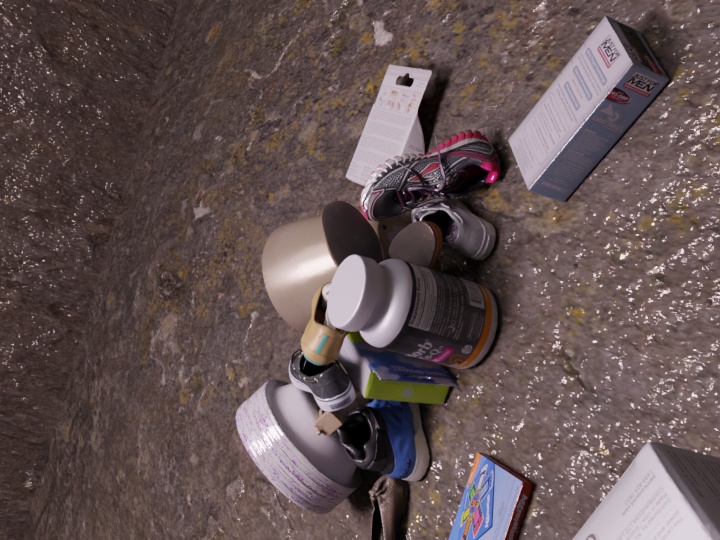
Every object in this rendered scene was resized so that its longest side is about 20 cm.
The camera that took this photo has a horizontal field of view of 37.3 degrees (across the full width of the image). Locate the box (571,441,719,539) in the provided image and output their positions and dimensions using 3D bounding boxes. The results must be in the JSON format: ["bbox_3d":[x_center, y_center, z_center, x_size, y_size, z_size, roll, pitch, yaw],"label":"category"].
[{"bbox_3d":[0.282,0.284,0.861,0.199,0.171,0.200,-60,30,25],"label":"box"}]

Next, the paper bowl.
[{"bbox_3d":[-0.074,0.240,1.526,0.104,0.201,0.201,-42,35,10],"label":"paper bowl"}]

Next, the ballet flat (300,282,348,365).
[{"bbox_3d":[-0.032,0.055,1.435,0.200,0.069,0.063,-79,12,-62],"label":"ballet flat"}]

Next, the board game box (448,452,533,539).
[{"bbox_3d":[0.141,0.328,1.266,0.103,0.019,0.200,24,97,61],"label":"board game box"}]

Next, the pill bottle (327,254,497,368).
[{"bbox_3d":[0.066,0.051,1.358,0.116,0.200,0.117,-39,42,49],"label":"pill bottle"}]

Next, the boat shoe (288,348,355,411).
[{"bbox_3d":[-0.057,0.133,1.453,0.057,0.069,0.200,67,167,-18],"label":"boat shoe"}]

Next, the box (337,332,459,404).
[{"bbox_3d":[0.039,0.122,1.453,0.200,0.122,0.048,-130,51,-59],"label":"box"}]

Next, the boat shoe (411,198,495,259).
[{"bbox_3d":[0.111,-0.064,1.479,0.072,0.068,0.200,-67,28,14],"label":"boat shoe"}]

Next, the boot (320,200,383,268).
[{"bbox_3d":[0.000,0.000,1.467,0.200,0.074,0.075,61,162,8],"label":"boot"}]

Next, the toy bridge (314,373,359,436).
[{"bbox_3d":[-0.025,0.173,1.480,0.067,0.027,0.200,-43,5,30],"label":"toy bridge"}]

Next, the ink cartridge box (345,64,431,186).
[{"bbox_3d":[0.059,-0.221,1.693,0.161,0.050,0.200,30,98,62],"label":"ink cartridge box"}]

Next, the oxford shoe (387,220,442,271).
[{"bbox_3d":[0.081,-0.009,1.457,0.071,0.071,0.200,57,153,22],"label":"oxford shoe"}]

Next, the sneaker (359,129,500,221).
[{"bbox_3d":[0.092,-0.122,1.447,0.200,0.081,0.075,-27,45,3],"label":"sneaker"}]

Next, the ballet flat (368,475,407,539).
[{"bbox_3d":[0.027,0.373,1.423,0.067,0.046,0.200,-22,57,58],"label":"ballet flat"}]

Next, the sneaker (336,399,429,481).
[{"bbox_3d":[0.019,0.196,1.463,0.077,0.111,0.200,-53,33,34],"label":"sneaker"}]

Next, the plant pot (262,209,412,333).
[{"bbox_3d":[-0.011,-0.015,1.595,0.200,0.187,0.188,-22,55,40],"label":"plant pot"}]

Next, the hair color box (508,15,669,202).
[{"bbox_3d":[0.266,-0.189,1.267,0.200,0.061,0.099,-54,34,35],"label":"hair color box"}]
